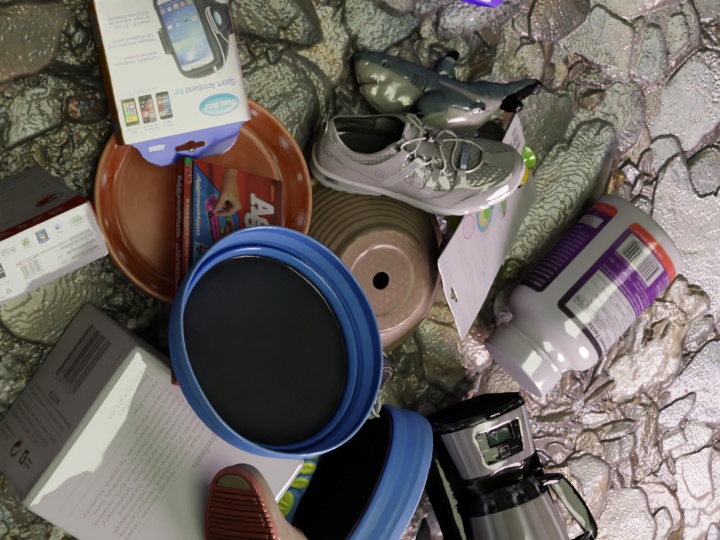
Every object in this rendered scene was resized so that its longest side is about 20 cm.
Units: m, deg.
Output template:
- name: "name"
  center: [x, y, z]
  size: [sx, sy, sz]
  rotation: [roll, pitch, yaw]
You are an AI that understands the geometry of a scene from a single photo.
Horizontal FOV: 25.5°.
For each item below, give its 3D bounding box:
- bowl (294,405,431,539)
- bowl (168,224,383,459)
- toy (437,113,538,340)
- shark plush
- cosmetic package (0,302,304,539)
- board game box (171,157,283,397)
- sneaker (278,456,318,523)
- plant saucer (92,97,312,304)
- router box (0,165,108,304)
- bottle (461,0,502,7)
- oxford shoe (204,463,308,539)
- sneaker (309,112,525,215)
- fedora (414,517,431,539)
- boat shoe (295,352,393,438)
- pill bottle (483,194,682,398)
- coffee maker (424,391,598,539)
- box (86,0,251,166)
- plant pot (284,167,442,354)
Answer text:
- name: "bowl"
  center: [-0.005, 0.217, 1.492]
  size: [0.039, 0.201, 0.201]
  rotation: [30, 89, -15]
- name: "bowl"
  center: [-0.073, 0.063, 1.344]
  size: [0.200, 0.039, 0.202]
  rotation: [14, 65, -31]
- name: "toy"
  center: [0.111, -0.046, 1.540]
  size: [0.200, 0.047, 0.115]
  rotation: [-57, 145, -31]
- name: "shark plush"
  center: [0.092, -0.178, 1.526]
  size: [0.199, 0.091, 0.084]
  rotation: [-10, 75, -17]
- name: "cosmetic package"
  center: [-0.194, 0.164, 1.416]
  size: [0.200, 0.167, 0.167]
  rotation: [37, 85, -26]
- name: "board game box"
  center: [-0.113, 0.007, 1.374]
  size: [0.103, 0.019, 0.201]
  rotation: [13, 66, -35]
- name: "sneaker"
  center: [-0.093, 0.222, 1.529]
  size: [0.071, 0.083, 0.200]
  rotation: [27, 105, -5]
- name: "plant saucer"
  center: [-0.143, -0.065, 1.437]
  size: [0.199, 0.032, 0.201]
  rotation: [1, 87, -18]
- name: "router box"
  center: [-0.327, -0.012, 1.307]
  size: [0.199, 0.179, 0.049]
  rotation: [-27, 112, -17]
- name: "bottle"
  center: [0.120, -0.352, 1.494]
  size: [0.083, 0.065, 0.201]
  rotation: [13, 97, -26]
- name: "oxford shoe"
  center: [-0.081, 0.237, 1.370]
  size: [0.075, 0.070, 0.201]
  rotation: [-50, 139, -47]
- name: "sneaker"
  center: [0.052, -0.103, 1.451]
  size: [0.199, 0.082, 0.075]
  rotation: [3, 60, 0]
- name: "fedora"
  center: [0.008, 0.327, 1.562]
  size: [0.091, 0.201, 0.202]
  rotation: [14, 97, 1]
- name: "boat shoe"
  center: [-0.016, 0.124, 1.458]
  size: [0.073, 0.063, 0.200]
  rotation: [-53, 164, 24]
- name: "pill bottle"
  center: [0.221, 0.030, 1.607]
  size: [0.200, 0.111, 0.111]
  rotation: [-45, 116, -8]
- name: "coffee maker"
  center: [0.122, 0.233, 1.593]
  size: [0.134, 0.192, 0.201]
  rotation: [-18, 89, -42]
- name: "box"
  center: [-0.170, -0.196, 1.392]
  size: [0.118, 0.041, 0.201]
  rotation: [-13, 99, -18]
- name: "plant pot"
  center: [0.000, 0.000, 1.509]
  size: [0.200, 0.093, 0.202]
  rotation: [-6, 105, -22]
